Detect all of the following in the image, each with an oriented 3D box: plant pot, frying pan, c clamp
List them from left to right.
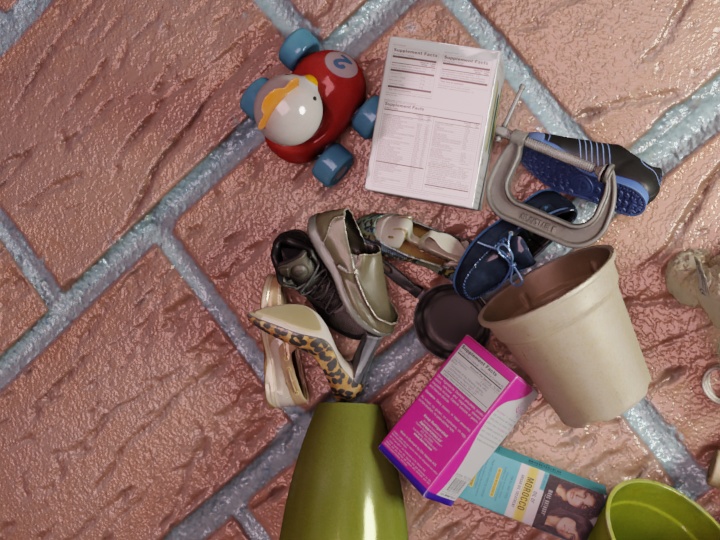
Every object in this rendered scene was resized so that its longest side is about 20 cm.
[{"bbox_3d":[-0.019,0.292,1.253,0.184,0.187,0.203,0,78,13],"label":"plant pot"},{"bbox_3d":[0.098,0.061,1.271,0.188,0.031,0.116,19,107,13],"label":"frying pan"},{"bbox_3d":[0.251,-0.130,1.159,0.199,0.027,0.172,32,94,20],"label":"c clamp"},{"bbox_3d":[0.284,0.096,1.169,0.199,0.201,0.185,-28,98,12],"label":"plant pot"},{"bbox_3d":[0.359,0.414,1.147,0.199,0.200,0.194,32,124,9],"label":"plant pot"}]

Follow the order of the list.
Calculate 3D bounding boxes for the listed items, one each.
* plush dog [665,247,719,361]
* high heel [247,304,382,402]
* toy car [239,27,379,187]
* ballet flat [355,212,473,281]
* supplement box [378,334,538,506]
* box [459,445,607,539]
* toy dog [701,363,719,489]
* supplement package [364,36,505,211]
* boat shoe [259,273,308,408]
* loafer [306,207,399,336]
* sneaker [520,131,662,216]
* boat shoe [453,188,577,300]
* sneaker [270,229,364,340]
[{"bbox_3d":[0.517,0.018,1.120,0.170,0.161,0.201,-28,71,-10],"label":"plush dog"},{"bbox_3d":[-0.079,0.127,1.262,0.197,0.072,0.144,14,122,-14],"label":"high heel"},{"bbox_3d":[-0.080,-0.233,1.218,0.184,0.200,0.177,43,100,7],"label":"toy car"},{"bbox_3d":[0.083,-0.045,1.254,0.198,0.074,0.075,19,96,7],"label":"ballet flat"},{"bbox_3d":[0.135,0.205,1.204,0.201,0.101,0.103,-50,55,2],"label":"supplement box"},{"bbox_3d":[0.239,0.312,1.246,0.198,0.049,0.083,19,96,12],"label":"box"},{"bbox_3d":[0.521,0.217,1.147,0.130,0.096,0.203,-1,87,11],"label":"toy dog"},{"bbox_3d":[0.105,-0.194,1.202,0.149,0.152,0.203,10,94,11],"label":"supplement package"},{"bbox_3d":[-0.107,0.104,1.308,0.068,0.074,0.203,-2,100,9],"label":"boat shoe"},{"bbox_3d":[0.000,0.000,1.234,0.069,0.075,0.201,-29,98,27],"label":"loafer"},{"bbox_3d":[0.312,-0.144,1.204,0.199,0.078,0.071,31,143,20],"label":"sneaker"},{"bbox_3d":[0.209,-0.036,1.195,0.200,0.084,0.069,-47,38,-3],"label":"boat shoe"},{"bbox_3d":[-0.060,0.026,1.270,0.076,0.114,0.200,-40,87,12],"label":"sneaker"}]
